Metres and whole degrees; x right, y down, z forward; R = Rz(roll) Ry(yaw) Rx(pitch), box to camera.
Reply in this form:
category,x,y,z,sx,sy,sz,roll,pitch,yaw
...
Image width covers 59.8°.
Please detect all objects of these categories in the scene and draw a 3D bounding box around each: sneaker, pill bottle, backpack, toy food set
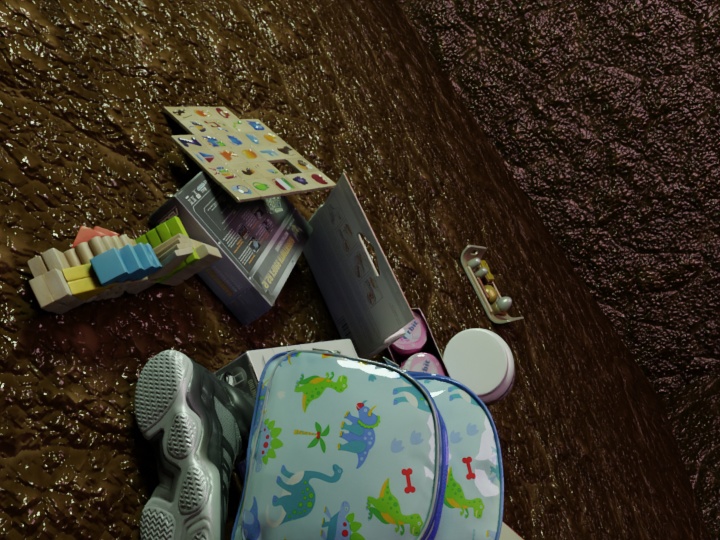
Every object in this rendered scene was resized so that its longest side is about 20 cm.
category,x,y,z,sx,sy,sz,roll,pitch,yaw
sneaker,-0.119,0.168,0.519,0.113,0.075,0.204,25,43,-55
pill bottle,0.191,0.156,1.004,0.116,0.112,0.200,66,8,18
backpack,0.009,0.159,0.480,0.148,0.195,0.187,81,16,-66
toy food set,0.323,0.033,1.512,0.143,0.060,0.203,1,62,-61

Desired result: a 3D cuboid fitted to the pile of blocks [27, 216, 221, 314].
category,x,y,z,sx,sy,sz,roll,pitch,yaw
pile of blocks,-0.205,-0.019,0.559,0.063,0.081,0.199,60,25,5

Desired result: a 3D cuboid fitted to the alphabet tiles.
category,x,y,z,sx,sy,sz,roll,pitch,yaw
alphabet tiles,-0.148,-0.151,0.775,0.199,0.008,0.166,41,34,24

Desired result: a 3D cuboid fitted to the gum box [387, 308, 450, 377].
category,x,y,z,sx,sy,sz,roll,pitch,yaw
gum box,0.092,0.157,0.884,0.114,0.065,0.203,71,-4,-72

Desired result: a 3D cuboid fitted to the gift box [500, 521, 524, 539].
category,x,y,z,sx,sy,sz,roll,pitch,yaw
gift box,0.075,0.308,0.590,0.185,0.198,0.189,49,25,-31

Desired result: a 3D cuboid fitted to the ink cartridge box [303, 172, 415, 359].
category,x,y,z,sx,sy,sz,roll,pitch,yaw
ink cartridge box,0.000,0.000,0.817,0.044,0.176,0.203,-17,75,-34

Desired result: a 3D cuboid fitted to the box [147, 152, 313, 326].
category,x,y,z,sx,sy,sz,roll,pitch,yaw
box,-0.143,-0.054,0.752,0.159,0.048,0.201,51,26,-17

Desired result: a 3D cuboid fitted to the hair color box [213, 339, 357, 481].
category,x,y,z,sx,sy,sz,roll,pitch,yaw
hair color box,-0.061,0.141,0.672,0.199,0.064,0.111,6,57,-62
